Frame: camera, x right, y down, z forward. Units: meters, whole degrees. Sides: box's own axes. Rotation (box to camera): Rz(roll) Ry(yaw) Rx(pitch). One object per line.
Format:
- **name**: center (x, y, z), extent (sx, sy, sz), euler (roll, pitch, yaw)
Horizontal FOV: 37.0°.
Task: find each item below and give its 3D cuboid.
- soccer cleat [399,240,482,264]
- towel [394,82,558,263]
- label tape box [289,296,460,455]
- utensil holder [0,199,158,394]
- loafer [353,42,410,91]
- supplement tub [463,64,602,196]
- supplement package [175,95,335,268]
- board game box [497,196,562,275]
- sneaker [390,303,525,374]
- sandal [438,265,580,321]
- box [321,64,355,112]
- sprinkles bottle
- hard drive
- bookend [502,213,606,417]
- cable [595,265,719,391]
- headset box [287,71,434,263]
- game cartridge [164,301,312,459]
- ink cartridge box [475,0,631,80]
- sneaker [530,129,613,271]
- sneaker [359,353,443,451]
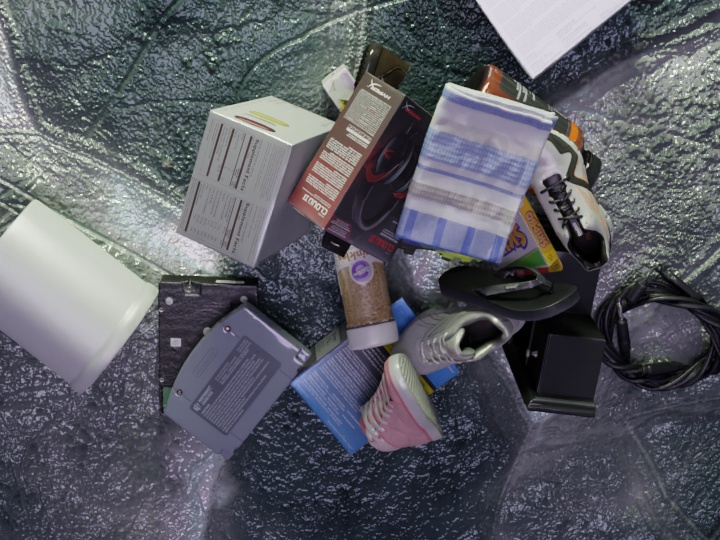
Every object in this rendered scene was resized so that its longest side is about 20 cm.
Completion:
- **soccer cleat**: center (0.109, -0.059, 1.413), extent (0.197, 0.065, 0.085), euler (7, 103, -29)
- **towel**: center (0.136, -0.111, 1.275), extent (0.144, 0.024, 0.203), euler (14, 112, -12)
- **label tape box**: center (0.018, 0.138, 1.505), extent (0.199, 0.063, 0.145), euler (-37, 107, 8)
- **utensil holder**: center (-0.391, 0.031, 1.398), extent (0.199, 0.170, 0.170), euler (40, 104, -12)
- **loafer**: center (0.015, -0.177, 1.343), extent (0.070, 0.073, 0.203), euler (14, 106, -7)
- **supplement tub**: center (0.213, -0.167, 1.382), extent (0.198, 0.107, 0.108), euler (33, 105, -12)
- **supplement package**: center (-0.119, -0.115, 1.324), extent (0.109, 0.200, 0.158), euler (23, 109, 9)
- **board game box**: center (0.176, -0.075, 1.356), extent (0.030, 0.095, 0.202), euler (-42, 107, -28)
- **sneaker**: center (0.117, 0.089, 1.394), extent (0.198, 0.099, 0.079), euler (-28, 98, 24)
- **sandal**: center (0.179, 0.020, 1.353), extent (0.198, 0.076, 0.044), euler (10, 124, 38)
- **box**: center (0.021, -0.176, 1.405), extent (0.038, 0.042, 0.201), euler (-34, 108, 9)
- **sprinkles bottle**: center (0.000, 0.000, 1.417), extent (0.067, 0.068, 0.204), euler (-11, 88, 2)
- **hard drive**: center (-0.211, 0.107, 1.498), extent (0.137, 0.038, 0.204), euler (2, 109, -3)
- **bookend**: center (0.261, 0.055, 1.414), extent (0.090, 0.201, 0.202), euler (6, 110, -5)
- **cable**: center (0.429, 0.099, 1.516), extent (0.199, 0.051, 0.164), euler (37, 104, -15)
- **headset box**: center (0.015, -0.110, 1.289), extent (0.148, 0.075, 0.202), euler (26, 98, -53)
- **game cartridge**: center (-0.174, 0.146, 1.467), extent (0.133, 0.041, 0.201), euler (37, 106, -9)
- **ink cartridge box**: center (0.221, -0.369, 1.347), extent (0.162, 0.057, 0.201), euler (-37, 99, 11)
- **sneaker**: center (0.256, -0.087, 1.319), extent (0.073, 0.080, 0.201), euler (-29, 113, 23)
- **sneaker**: center (0.039, 0.183, 1.415), extent (0.103, 0.076, 0.201), euler (-16, 147, 9)
